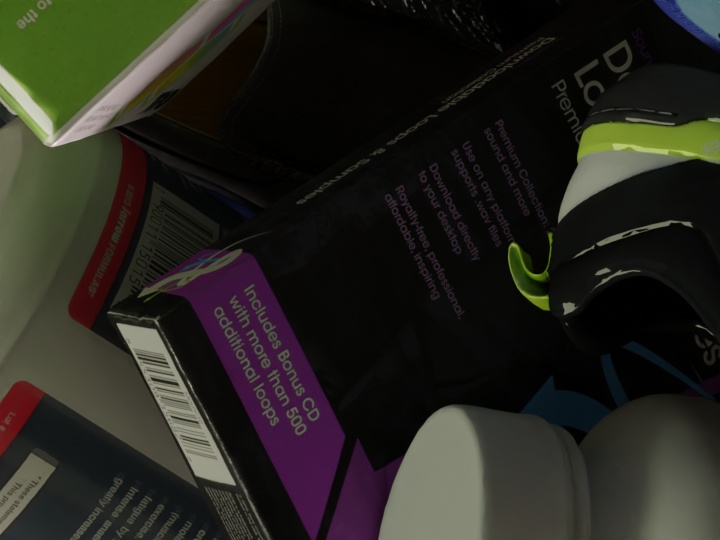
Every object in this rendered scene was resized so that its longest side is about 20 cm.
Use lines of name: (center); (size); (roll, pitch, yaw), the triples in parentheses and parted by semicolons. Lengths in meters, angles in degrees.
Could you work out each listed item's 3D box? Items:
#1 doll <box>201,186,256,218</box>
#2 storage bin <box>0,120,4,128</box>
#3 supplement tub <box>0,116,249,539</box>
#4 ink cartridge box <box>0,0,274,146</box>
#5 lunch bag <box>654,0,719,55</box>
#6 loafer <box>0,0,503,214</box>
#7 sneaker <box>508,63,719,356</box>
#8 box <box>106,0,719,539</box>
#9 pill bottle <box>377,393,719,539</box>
doll: (0.000, 0.000, 0.990); (0.136, 0.049, 0.200); (16, -172, -42)
storage bin: (-0.142, -0.055, 1.143); (0.200, 0.134, 0.146); (43, 153, 49)
supplement tub: (-0.049, 0.057, 0.881); (0.200, 0.141, 0.140); (34, 163, -19)
ink cartridge box: (-0.088, -0.061, 0.756); (0.076, 0.200, 0.148); (46, -172, -1)
lunch bag: (0.121, -0.094, 0.692); (0.200, 0.094, 0.150); (45, 160, -13)
loafer: (-0.024, -0.054, 0.918); (0.199, 0.073, 0.072); (8, 166, 8)
sneaker: (0.131, 0.013, 0.731); (0.200, 0.083, 0.072); (17, 165, 31)
box: (0.045, 0.021, 0.824); (0.036, 0.200, 0.143); (6, 126, 59)
pill bottle: (0.108, 0.093, 0.773); (0.111, 0.199, 0.111); (-167, 90, -73)
